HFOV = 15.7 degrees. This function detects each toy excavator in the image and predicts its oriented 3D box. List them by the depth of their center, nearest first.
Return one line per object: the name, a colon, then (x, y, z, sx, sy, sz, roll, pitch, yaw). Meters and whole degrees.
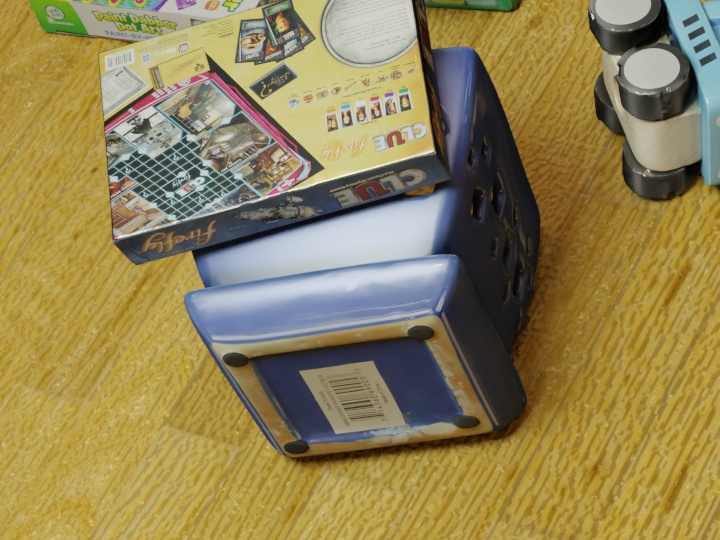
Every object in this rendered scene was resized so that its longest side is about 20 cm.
toy excavator: (0.262, -0.112, 1.673, 0.199, 0.100, 0.195, -15, 48, -3)

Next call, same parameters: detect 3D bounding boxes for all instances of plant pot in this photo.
plant pot: (0.000, 0.000, 1.607, 0.199, 0.200, 0.180, -8, 55, 14)

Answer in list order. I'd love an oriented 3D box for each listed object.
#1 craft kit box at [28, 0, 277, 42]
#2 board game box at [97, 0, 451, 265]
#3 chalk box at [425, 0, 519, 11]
craft kit box: (-0.122, -0.253, 1.973, 0.197, 0.049, 0.200, 10, 56, 25)
board game box: (-0.053, -0.092, 1.543, 0.199, 0.035, 0.136, -14, 60, 13)
chalk box: (0.060, -0.266, 1.859, 0.124, 0.124, 0.201, 9, 56, 26)
